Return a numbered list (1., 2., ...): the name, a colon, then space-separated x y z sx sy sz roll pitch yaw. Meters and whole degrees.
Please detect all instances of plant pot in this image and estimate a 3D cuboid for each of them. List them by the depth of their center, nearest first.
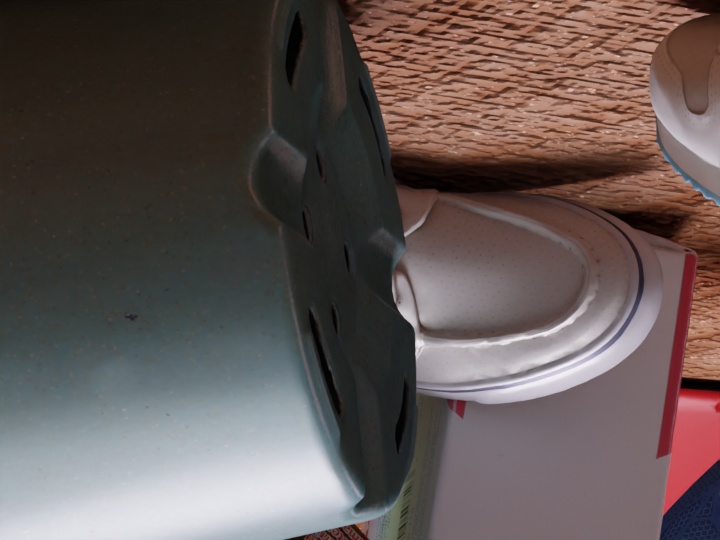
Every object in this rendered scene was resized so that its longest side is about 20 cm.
1. plant pot: -0.095 0.005 0.762 0.196 0.201 0.200 -9 164 13

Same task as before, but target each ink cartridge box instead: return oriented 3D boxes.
1. ink cartridge box: 0.056 0.073 1.059 0.083 0.147 0.200 11 166 -5

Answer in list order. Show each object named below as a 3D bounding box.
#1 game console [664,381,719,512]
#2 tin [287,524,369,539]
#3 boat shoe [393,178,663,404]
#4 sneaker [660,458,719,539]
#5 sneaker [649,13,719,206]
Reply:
1. game console: 0.124 0.080 1.354 0.200 0.119 0.172 6 -163 -9
2. tin: -0.051 0.099 0.954 0.200 0.042 0.112 48 135 -15
3. boat shoe: 0.000 0.000 0.949 0.200 0.071 0.070 5 169 27
4. sneaker: 0.167 0.060 1.012 0.079 0.200 0.089 45 177 35
5. sneaker: 0.136 -0.053 0.690 0.076 0.081 0.200 -22 -162 -22
